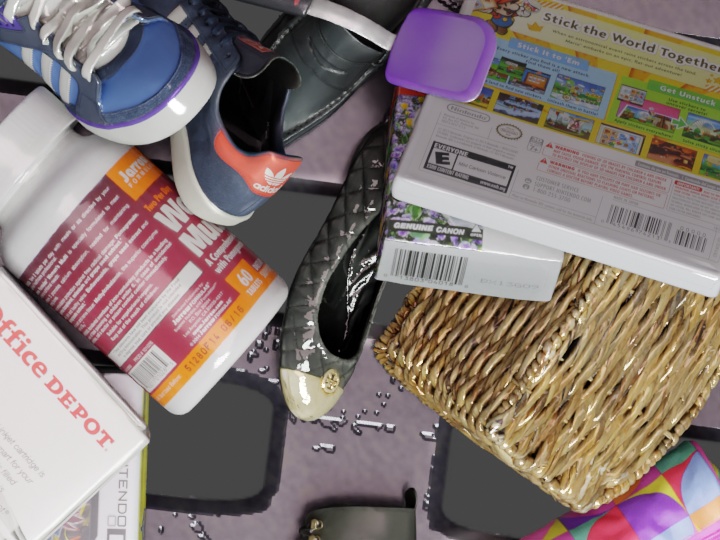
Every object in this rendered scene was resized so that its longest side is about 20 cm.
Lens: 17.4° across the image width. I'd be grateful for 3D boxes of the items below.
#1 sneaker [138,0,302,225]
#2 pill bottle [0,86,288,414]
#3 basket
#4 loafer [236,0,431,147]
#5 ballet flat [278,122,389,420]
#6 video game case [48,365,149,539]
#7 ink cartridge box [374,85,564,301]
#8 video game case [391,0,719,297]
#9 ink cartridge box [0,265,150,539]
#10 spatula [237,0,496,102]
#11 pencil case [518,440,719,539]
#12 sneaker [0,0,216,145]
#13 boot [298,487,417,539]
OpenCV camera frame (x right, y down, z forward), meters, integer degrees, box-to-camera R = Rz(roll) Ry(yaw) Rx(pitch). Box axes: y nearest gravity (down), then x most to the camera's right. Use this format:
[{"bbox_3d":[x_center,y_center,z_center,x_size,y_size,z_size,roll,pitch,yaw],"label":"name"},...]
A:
[{"bbox_3d":[-0.082,-0.132,1.441,0.084,0.075,0.201,-30,70,37],"label":"sneaker"},{"bbox_3d":[-0.150,-0.014,1.448,0.200,0.110,0.110,42,87,-4],"label":"pill bottle"},{"bbox_3d":[0.137,0.033,1.494,0.143,0.149,0.200,37,87,-36],"label":"basket"},{"bbox_3d":[-0.012,-0.150,1.465,0.068,0.070,0.201,44,102,-5],"label":"loafer"},{"bbox_3d":[0.000,0.000,1.478,0.057,0.066,0.201,18,86,37],"label":"ballet flat"},{"bbox_3d":[-0.235,0.148,1.485,0.199,0.026,0.182,2,90,-4],"label":"video game case"},{"bbox_3d":[0.071,-0.082,1.444,0.108,0.050,0.201,7,57,-3],"label":"ink cartridge box"},{"bbox_3d":[0.138,-0.084,1.409,0.199,0.023,0.183,17,52,6],"label":"video game case"},{"bbox_3d":[-0.245,0.113,1.429,0.200,0.084,0.146,-42,93,-3],"label":"ink cartridge box"},{"bbox_3d":[-0.015,-0.153,1.414,0.199,0.021,0.057,20,72,7],"label":"spatula"},{"bbox_3d":[0.149,0.190,1.485,0.199,0.088,0.089,-33,93,-4],"label":"pencil case"},{"bbox_3d":[-0.183,-0.157,1.374,0.081,0.200,0.146,-50,129,-7],"label":"sneaker"},{"bbox_3d":[-0.052,0.213,1.482,0.199,0.077,0.139,-3,86,-17],"label":"boot"}]
